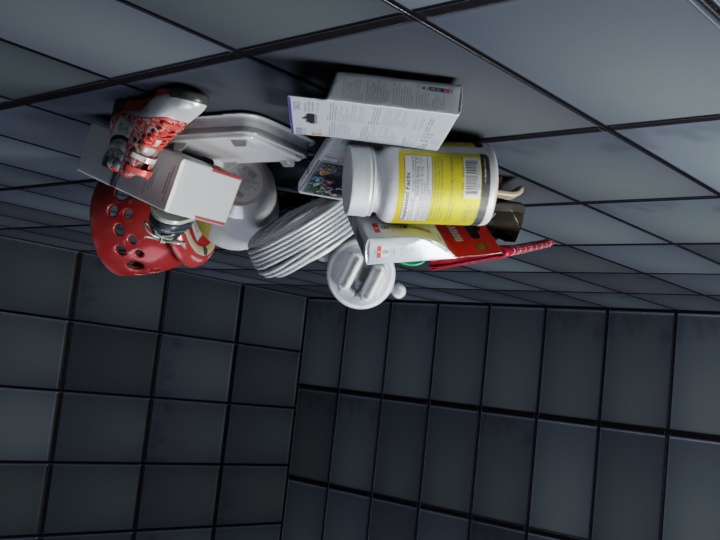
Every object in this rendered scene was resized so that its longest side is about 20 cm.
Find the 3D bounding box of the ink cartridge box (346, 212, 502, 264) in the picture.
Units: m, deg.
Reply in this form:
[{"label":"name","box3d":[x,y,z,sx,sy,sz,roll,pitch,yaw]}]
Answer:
[{"label":"ink cartridge box","box3d":[0.088,-0.072,1.368,0.198,0.051,0.163,-7,-149,-9]}]

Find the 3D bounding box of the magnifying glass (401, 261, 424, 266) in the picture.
[{"label":"magnifying glass","box3d":[0.042,-0.093,1.523,0.200,0.079,0.022,51,173,-6]}]

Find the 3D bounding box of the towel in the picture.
[{"label":"towel","box3d":[0.213,-0.030,1.539,0.143,0.023,0.199,-10,-179,33]}]

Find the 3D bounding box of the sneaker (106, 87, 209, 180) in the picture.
[{"label":"sneaker","box3d":[-0.274,-0.179,1.285,0.200,0.109,0.067,0,171,45]}]

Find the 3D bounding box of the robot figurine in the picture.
[{"label":"robot figurine","box3d":[0.000,0.000,1.590,0.169,0.114,0.200,31,-175,-3]}]

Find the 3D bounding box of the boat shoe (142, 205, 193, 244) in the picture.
[{"label":"boat shoe","box3d":[-0.307,-0.075,1.517,0.074,0.062,0.200,19,-173,-16]}]

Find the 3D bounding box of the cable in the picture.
[{"label":"cable","box3d":[-0.087,-0.061,1.531,0.199,0.070,0.200,-26,-168,16]}]

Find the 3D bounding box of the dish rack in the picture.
[{"label":"dish rack","box3d":[-0.185,-0.188,1.419,0.198,0.044,0.171,3,174,33]}]

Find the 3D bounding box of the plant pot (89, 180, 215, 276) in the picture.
[{"label":"plant pot","box3d":[-0.374,-0.096,1.772,0.181,0.203,0.200,-5,170,19]}]

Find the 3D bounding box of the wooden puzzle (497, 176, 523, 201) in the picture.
[{"label":"wooden puzzle","box3d":[0.149,-0.133,1.577,0.198,0.047,0.185,3,175,-9]}]

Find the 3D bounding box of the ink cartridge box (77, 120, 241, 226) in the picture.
[{"label":"ink cartridge box","box3d":[-0.305,-0.147,1.445,0.199,0.084,0.144,25,-174,29]}]

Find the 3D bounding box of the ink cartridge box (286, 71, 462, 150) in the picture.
[{"label":"ink cartridge box","box3d":[0.013,-0.195,1.163,0.198,0.044,0.196,8,176,-3]}]

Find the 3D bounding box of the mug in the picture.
[{"label":"mug","box3d":[-0.221,-0.122,1.590,0.184,0.151,0.153,-7,168,-12]}]

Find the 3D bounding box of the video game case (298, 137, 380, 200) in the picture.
[{"label":"video game case","box3d":[0.028,-0.148,1.403,0.198,0.024,0.182,8,153,-19]}]

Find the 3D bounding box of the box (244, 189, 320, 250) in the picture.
[{"label":"box","box3d":[-0.149,-0.087,1.744,0.198,0.046,0.159,13,-144,21]}]

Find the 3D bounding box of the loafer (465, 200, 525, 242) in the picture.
[{"label":"loafer","box3d":[0.182,-0.074,1.514,0.198,0.072,0.073,-1,174,-26]}]

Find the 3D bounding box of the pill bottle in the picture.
[{"label":"pill bottle","box3d":[0.079,-0.121,1.301,0.198,0.116,0.114,2,174,-9]}]

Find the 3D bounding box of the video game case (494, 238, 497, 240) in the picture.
[{"label":"video game case","box3d":[0.123,-0.072,1.694,0.180,0.024,0.200,-7,-166,-15]}]
